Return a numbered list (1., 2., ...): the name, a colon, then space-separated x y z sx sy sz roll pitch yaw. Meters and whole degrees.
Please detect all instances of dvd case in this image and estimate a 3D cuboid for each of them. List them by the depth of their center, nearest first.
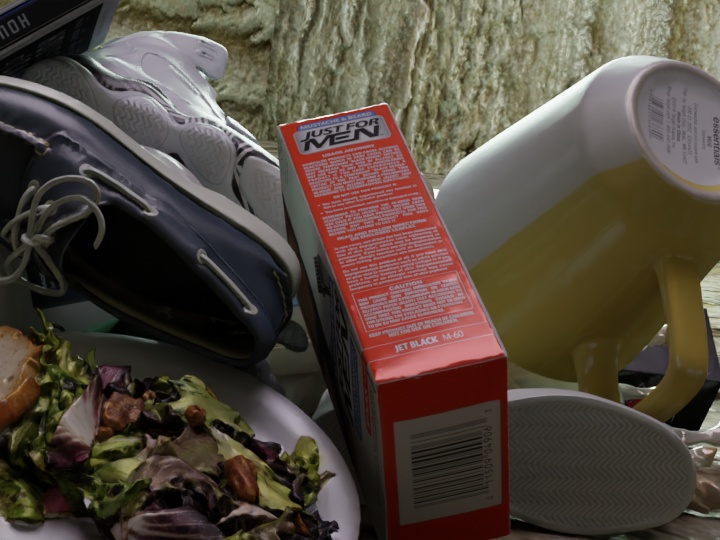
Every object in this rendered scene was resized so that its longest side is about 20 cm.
1. dvd case: -0.226 -0.103 1.006 0.199 0.025 0.150 -31 2 -13

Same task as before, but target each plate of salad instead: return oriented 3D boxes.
1. plate of salad: -0.094 0.074 0.745 0.198 0.048 0.201 13 28 -7

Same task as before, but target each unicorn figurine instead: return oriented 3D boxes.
1. unicorn figurine: 0.131 0.076 1.057 0.136 0.075 0.200 -5 16 -14

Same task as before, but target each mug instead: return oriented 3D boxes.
1. mug: 0.148 -0.023 0.985 0.149 0.187 0.153 -28 -10 -38

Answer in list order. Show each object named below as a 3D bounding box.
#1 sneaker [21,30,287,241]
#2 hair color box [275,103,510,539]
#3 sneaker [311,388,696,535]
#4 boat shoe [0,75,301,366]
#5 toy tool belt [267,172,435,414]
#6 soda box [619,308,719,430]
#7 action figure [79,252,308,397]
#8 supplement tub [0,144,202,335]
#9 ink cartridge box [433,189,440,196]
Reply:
1. sneaker: -0.088 -0.076 1.040 0.199 0.076 0.115 28 33 9
2. hair color box: 0.013 0.024 0.857 0.063 0.112 0.201 -11 38 -8
3. sneaker: 0.071 0.084 0.954 0.198 0.074 0.116 7 10 0
4. boat shoe: -0.122 -0.019 0.809 0.199 0.075 0.062 32 34 -8
5. toy tool belt: 0.000 0.000 1.059 0.199 0.124 0.125 -24 7 4
6. soda box: 0.126 0.057 1.170 0.198 0.064 0.071 7 44 -8
7. action figure: -0.117 0.064 0.861 0.199 0.119 0.055 -17 50 -37
8. supplement tub: -0.175 0.013 0.916 0.140 0.142 0.199 14 16 40
9. ink cartridge box: 0.049 0.007 1.321 0.198 0.126 0.129 9 7 10
